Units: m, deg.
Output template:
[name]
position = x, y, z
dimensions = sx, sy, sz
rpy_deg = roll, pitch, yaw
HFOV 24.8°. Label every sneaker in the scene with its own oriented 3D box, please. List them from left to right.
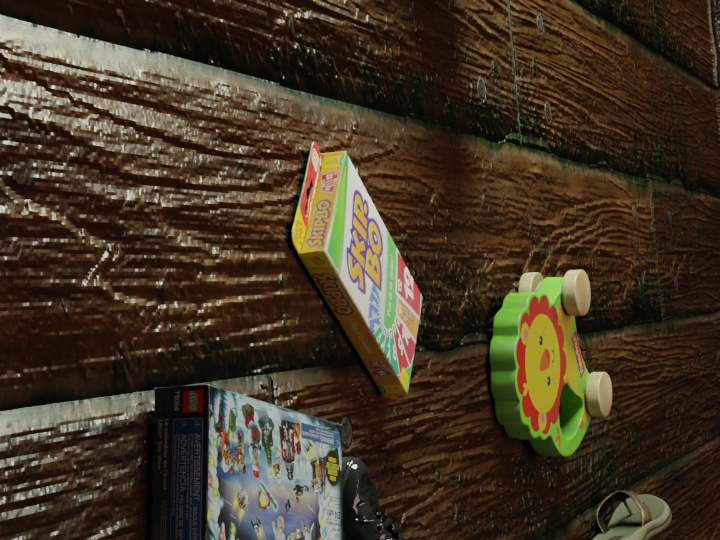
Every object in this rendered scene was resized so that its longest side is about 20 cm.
[sneaker]
position = 0.038, 0.229, 1.156
dimensions = 0.060, 0.104, 0.201
rpy_deg = -14, 97, -68

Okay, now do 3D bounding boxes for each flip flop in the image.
[flip flop]
position = 0.295, 0.282, 1.850
dimensions = 0.200, 0.081, 0.058
rpy_deg = -17, 86, -63

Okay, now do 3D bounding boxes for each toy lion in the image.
[toy lion]
position = 0.181, 0.103, 1.621
dimensions = 0.192, 0.068, 0.201
rpy_deg = -54, 135, -49

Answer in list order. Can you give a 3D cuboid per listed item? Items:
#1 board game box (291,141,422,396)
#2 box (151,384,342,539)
[board game box]
position = 0.000, 0.000, 1.228
dimensions = 0.200, 0.030, 0.096
rpy_deg = 57, 33, -45
[box]
position = -0.065, 0.151, 1.005
dimensions = 0.200, 0.040, 0.138
rpy_deg = 27, 61, -65
